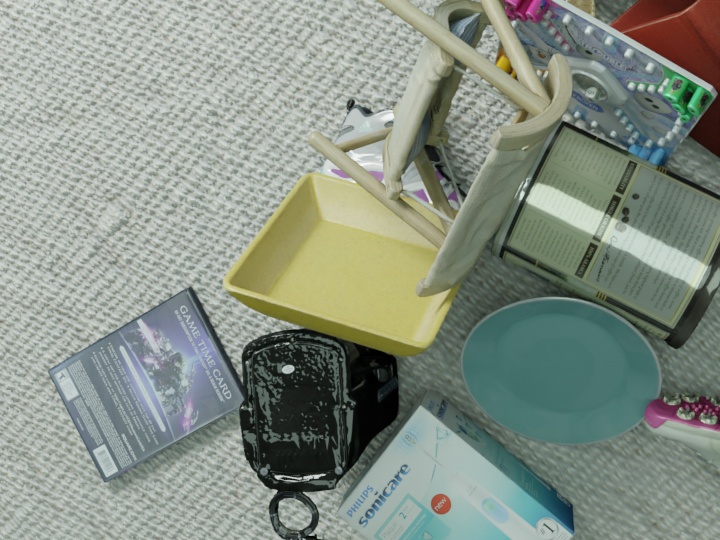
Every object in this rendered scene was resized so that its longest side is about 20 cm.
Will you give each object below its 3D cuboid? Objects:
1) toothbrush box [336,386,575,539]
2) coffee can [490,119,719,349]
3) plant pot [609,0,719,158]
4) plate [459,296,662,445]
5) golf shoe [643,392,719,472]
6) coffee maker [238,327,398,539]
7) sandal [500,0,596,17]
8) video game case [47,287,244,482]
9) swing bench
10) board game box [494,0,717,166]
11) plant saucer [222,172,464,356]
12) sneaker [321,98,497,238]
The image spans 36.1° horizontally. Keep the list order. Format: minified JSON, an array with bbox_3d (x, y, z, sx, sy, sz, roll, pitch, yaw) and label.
[{"bbox_3d":[0.098,0.243,1.129,0.199,0.085,0.147,40,102,4],"label":"toothbrush box"},{"bbox_3d":[0.242,-0.037,1.047,0.198,0.146,0.148,27,100,9],"label":"coffee can"},{"bbox_3d":[0.358,-0.202,0.973,0.199,0.200,0.177,-39,99,-5],"label":"plant pot"},{"bbox_3d":[0.196,0.096,1.091,0.196,0.026,0.203,8,131,9],"label":"plate"},{"bbox_3d":[0.363,0.176,1.062,0.196,0.075,0.093,12,109,-3],"label":"golf shoe"},{"bbox_3d":[-0.042,0.140,1.099,0.133,0.200,0.195,20,98,12],"label":"coffee maker"},{"bbox_3d":[0.214,-0.244,1.085,0.070,0.078,0.212,-44,90,-8],"label":"sandal"},{"bbox_3d":[-0.238,0.129,1.236,0.198,0.019,0.145,-29,88,12],"label":"video game case"},{"bbox_3d":[0.075,-0.124,0.951,0.201,0.128,0.200,53,144,22],"label":"swing bench"},{"bbox_3d":[0.211,-0.169,1.016,0.198,0.200,0.026,33,81,9],"label":"board game box"},{"bbox_3d":[0.000,0.000,1.027,0.197,0.201,0.049,16,131,14],"label":"plant saucer"},{"bbox_3d":[0.064,-0.119,1.116,0.197,0.078,0.142,19,99,10],"label":"sneaker"}]
